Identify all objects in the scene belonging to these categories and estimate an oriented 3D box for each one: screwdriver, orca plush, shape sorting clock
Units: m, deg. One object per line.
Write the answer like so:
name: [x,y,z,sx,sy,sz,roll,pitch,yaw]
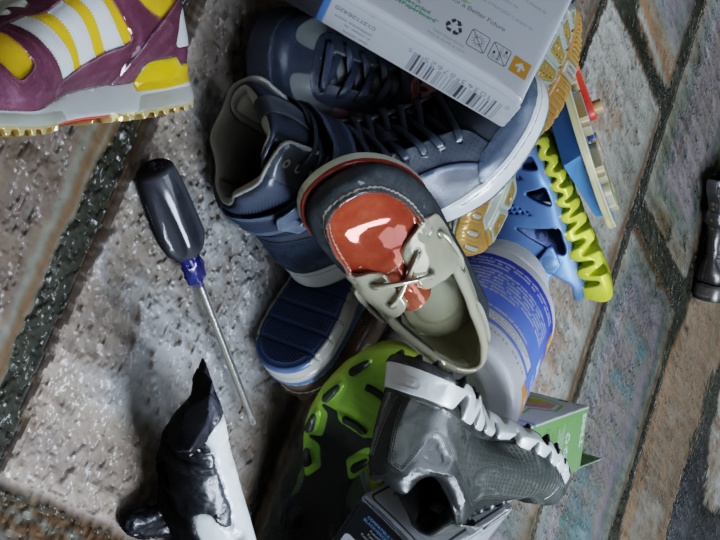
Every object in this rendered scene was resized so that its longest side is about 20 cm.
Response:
screwdriver: [-0.094,0.019,0.759,0.028,0.029,0.200,-52,143,-38]
orca plush: [-0.101,0.142,0.734,0.071,0.105,0.200,-19,151,-14]
shape sorting clock: [0.185,-0.132,1.078,0.200,0.039,0.200,-18,90,-73]

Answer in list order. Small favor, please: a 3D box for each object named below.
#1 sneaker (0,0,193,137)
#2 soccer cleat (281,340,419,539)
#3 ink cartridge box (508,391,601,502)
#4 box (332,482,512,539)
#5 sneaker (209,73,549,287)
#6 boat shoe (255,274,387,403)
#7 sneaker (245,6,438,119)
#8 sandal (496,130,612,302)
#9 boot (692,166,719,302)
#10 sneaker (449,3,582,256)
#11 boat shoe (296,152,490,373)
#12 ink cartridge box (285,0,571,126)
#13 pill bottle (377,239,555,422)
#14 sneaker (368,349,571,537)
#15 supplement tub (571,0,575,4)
sneaker: [-0.153,-0.108,0.583,0.200,0.075,0.090,-24,111,-61]
soccer cleat: [-0.003,0.117,0.858,0.084,0.065,0.200,-48,162,-56]
ink cartridge box: [0.123,0.134,1.070,0.200,0.104,0.059,-4,104,-58]
box: [0.005,0.221,0.858,0.117,0.060,0.200,-16,143,-55]
sneaker: [0.007,-0.080,0.759,0.202,0.077,0.146,-35,142,10]
boat shoe: [0.000,0.000,0.869,0.200,0.072,0.072,-54,147,-20]
sneaker: [0.008,-0.125,0.821,0.200,0.082,0.070,1,99,-58]
sandal: [0.143,-0.050,1.073,0.079,0.087,0.200,-74,143,-67]
boot: [0.485,-0.059,1.639,0.200,0.069,0.174,-20,117,-53]
sneaker: [0.086,-0.113,0.928,0.200,0.088,0.076,-61,148,-2]
boat shoe: [0.027,0.000,0.752,0.200,0.071,0.063,49,15,-55]
ink cartridge box: [0.044,-0.216,0.764,0.200,0.198,0.047,-62,-177,-26]
pill bottle: [0.083,0.049,0.953,0.200,0.112,0.112,-49,140,-61]
sneaker: [0.063,0.125,0.791,0.200,0.066,0.091,37,71,-48]
supplement tub: [0.097,-0.257,0.902,0.200,0.107,0.107,42,63,-55]
